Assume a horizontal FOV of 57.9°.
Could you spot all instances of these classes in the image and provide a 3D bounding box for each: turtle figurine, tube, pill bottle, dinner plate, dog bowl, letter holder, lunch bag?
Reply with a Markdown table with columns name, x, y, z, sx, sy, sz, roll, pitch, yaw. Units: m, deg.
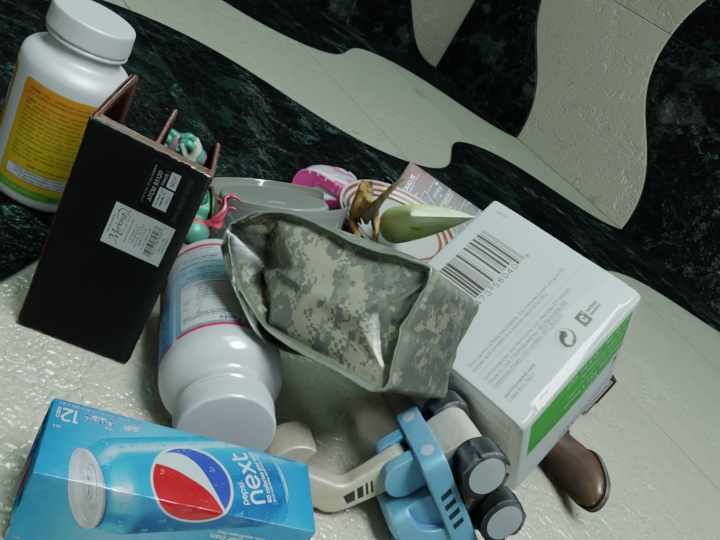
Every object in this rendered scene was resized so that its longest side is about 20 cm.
| name | x | y | z | sx | sy | sz | roll | pitch | yaw |
| --- | --- | --- | --- | --- | --- | --- | --- | --- | --- |
| turtle figurine | -0.205 | -0.076 | 0.721 | 0.100 | 0.150 | 0.201 | 37 | 10 | -33 |
| tube | 0.069 | -0.061 | 0.816 | 0.052 | 0.058 | 0.200 | 49 | -10 | -9 |
| pill bottle | -0.127 | 0.069 | 0.586 | 0.107 | 0.110 | 0.202 | 20 | 29 | -27 |
| dinner plate | 0.056 | -0.068 | 0.980 | 0.196 | 0.025 | 0.202 | 21 | 35 | -15 |
| dog bowl | -0.112 | -0.072 | 0.838 | 0.194 | 0.060 | 0.201 | 8 | 15 | -2 |
| letter holder | -0.208 | -0.051 | 0.587 | 0.099 | 0.202 | 0.143 | 24 | 25 | -18 |
| lunch bag | -0.016 | 0.028 | 0.581 | 0.197 | 0.120 | 0.164 | 23 | -3 | 26 |
| pill bottle | -0.307 | -0.173 | 0.680 | 0.109 | 0.202 | 0.112 | 26 | 25 | -14 |

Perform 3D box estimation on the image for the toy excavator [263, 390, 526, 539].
| name | x | y | z | sx | sy | sz | roll | pitch | yaw |
| --- | --- | --- | --- | --- | --- | --- | --- | --- | --- |
| toy excavator | 0.028 | 0.189 | 0.585 | 0.198 | 0.197 | 0.100 | 66 | -7 | -28 |

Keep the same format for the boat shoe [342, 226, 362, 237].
| name | x | y | z | sx | sy | sz | roll | pitch | yaw |
| --- | --- | --- | --- | --- | --- | --- | --- | --- | --- |
| boat shoe | 0.023 | -0.016 | 0.974 | 0.199 | 0.071 | 0.070 | 39 | 26 | 13 |

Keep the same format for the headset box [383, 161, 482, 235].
| name | x | y | z | sx | sy | sz | roll | pitch | yaw |
| --- | --- | --- | --- | --- | --- | --- | --- | --- | --- |
| headset box | 0.121 | -0.098 | 1.155 | 0.198 | 0.078 | 0.149 | 35 | -11 | -1 |

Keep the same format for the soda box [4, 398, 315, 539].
| name | x | y | z | sx | sy | sz | roll | pitch | yaw |
| --- | --- | --- | --- | --- | --- | --- | --- | --- | --- |
| soda box | -0.133 | 0.161 | 0.462 | 0.196 | 0.069 | 0.065 | 22 | 26 | -25 |

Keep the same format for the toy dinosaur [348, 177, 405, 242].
| name | x | y | z | sx | sy | sz | roll | pitch | yaw |
| --- | --- | --- | --- | --- | --- | --- | --- | --- | --- |
| toy dinosaur | 0.006 | -0.077 | 0.839 | 0.059 | 0.109 | 0.200 | 2 | 13 | -10 |

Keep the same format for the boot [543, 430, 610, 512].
| name | x | y | z | sx | sy | sz | roll | pitch | yaw |
| --- | --- | --- | --- | --- | --- | --- | --- | --- | --- |
| boot | 0.193 | 0.199 | 0.807 | 0.197 | 0.065 | 0.187 | 30 | 12 | -19 |

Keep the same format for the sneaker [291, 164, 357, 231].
| name | x | y | z | sx | sy | sz | roll | pitch | yaw |
| --- | --- | --- | --- | --- | --- | --- | --- | --- | --- |
| sneaker | -0.020 | -0.125 | 1.101 | 0.197 | 0.082 | 0.089 | 29 | 26 | -13 |

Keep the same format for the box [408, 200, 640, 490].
| name | x | y | z | sx | sy | sz | roll | pitch | yaw |
| --- | --- | --- | --- | --- | --- | --- | --- | --- | --- |
| box | 0.159 | 0.081 | 0.724 | 0.198 | 0.173 | 0.199 | -40 | 58 | -19 |

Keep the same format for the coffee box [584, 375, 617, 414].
| name | x | y | z | sx | sy | sz | roll | pitch | yaw |
| --- | --- | --- | --- | --- | --- | --- | --- | --- | --- |
| coffee box | 0.287 | 0.132 | 1.024 | 0.196 | 0.081 | 0.115 | 24 | 27 | -22 |
